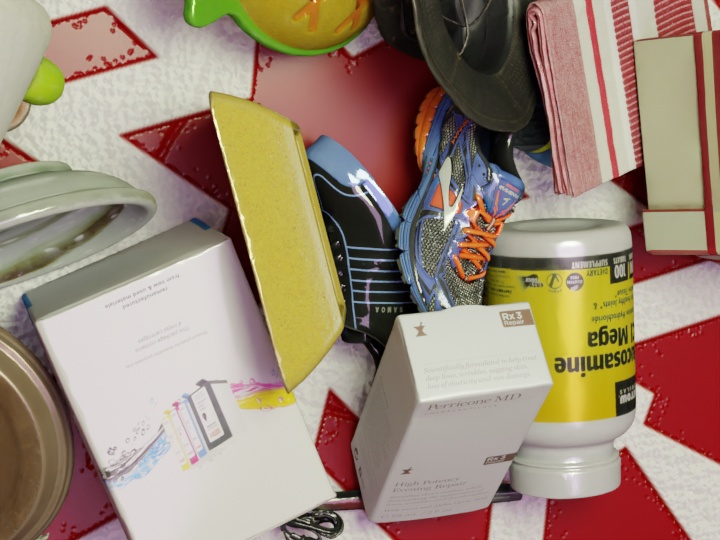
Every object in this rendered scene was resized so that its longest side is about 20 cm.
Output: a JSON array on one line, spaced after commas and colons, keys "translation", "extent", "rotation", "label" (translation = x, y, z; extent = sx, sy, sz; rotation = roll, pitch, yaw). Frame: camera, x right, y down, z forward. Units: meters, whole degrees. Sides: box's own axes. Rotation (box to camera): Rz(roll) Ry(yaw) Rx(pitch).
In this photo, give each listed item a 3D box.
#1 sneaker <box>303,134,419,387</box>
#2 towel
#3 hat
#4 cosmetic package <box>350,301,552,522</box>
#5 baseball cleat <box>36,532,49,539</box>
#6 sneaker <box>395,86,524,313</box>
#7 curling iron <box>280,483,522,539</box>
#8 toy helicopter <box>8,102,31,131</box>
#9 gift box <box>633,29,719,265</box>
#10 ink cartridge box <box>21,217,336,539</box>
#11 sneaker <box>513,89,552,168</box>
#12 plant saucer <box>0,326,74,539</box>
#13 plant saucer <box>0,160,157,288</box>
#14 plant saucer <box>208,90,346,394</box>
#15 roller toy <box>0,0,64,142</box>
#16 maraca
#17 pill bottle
[{"translation": [0.000, 0.000, 1.328], "extent": [0.078, 0.070, 0.200], "rotation": [-35, 105, -14], "label": "sneaker"}, {"translation": [0.201, -0.150, 1.340], "extent": [0.200, 0.023, 0.145], "rotation": [-24, 110, -40], "label": "towel"}, {"translation": [0.058, -0.187, 1.263], "extent": [0.200, 0.081, 0.202], "rotation": [16, 71, -55], "label": "hat"}, {"translation": [0.061, 0.106, 1.293], "extent": [0.101, 0.200, 0.074], "rotation": [-7, 61, -14], "label": "cosmetic package"}, {"translation": [-0.308, 0.131, 1.273], "extent": [0.106, 0.070, 0.201], "rotation": [-26, 101, 6], "label": "baseball cleat"}, {"translation": [0.078, -0.047, 1.299], "extent": [0.075, 0.078, 0.201], "rotation": [25, 64, -49], "label": "sneaker"}, {"translation": [0.030, 0.184, 1.378], "extent": [0.199, 0.026, 0.050], "rotation": [-6, 61, -18], "label": "curling iron"}, {"translation": [-0.263, -0.195, 1.231], "extent": [0.132, 0.079, 0.201], "rotation": [-3, 98, -10], "label": "toy helicopter"}, {"translation": [0.332, -0.092, 1.331], "extent": [0.199, 0.184, 0.188], "rotation": [-10, 98, -37], "label": "gift box"}, {"translation": [-0.131, 0.087, 1.263], "extent": [0.144, 0.147, 0.201], "rotation": [-24, 102, -11], "label": "ink cartridge box"}, {"translation": [0.165, -0.176, 1.362], "extent": [0.078, 0.066, 0.201], "rotation": [14, 86, -44], "label": "sneaker"}, {"translation": [-0.294, 0.120, 1.218], "extent": [0.199, 0.029, 0.201], "rotation": [2, 109, 5], "label": "plant saucer"}, {"translation": [-0.238, -0.032, 1.203], "extent": [0.199, 0.200, 0.050], "rotation": [-19, 82, -12], "label": "plant saucer"}, {"translation": [-0.050, -0.028, 1.230], "extent": [0.048, 0.200, 0.201], "rotation": [-14, 93, 2], "label": "plant saucer"}, {"translation": [-0.300, -0.138, 1.115], "extent": [0.199, 0.182, 0.140], "rotation": [26, 89, 8], "label": "roller toy"}, {"translation": [-0.057, -0.221, 1.252], "extent": [0.199, 0.107, 0.138], "rotation": [1, 92, -42], "label": "maraca"}, {"translation": [0.152, 0.065, 1.354], "extent": [0.112, 0.112, 0.201], "rotation": [-5, 98, -14], "label": "pill bottle"}]
